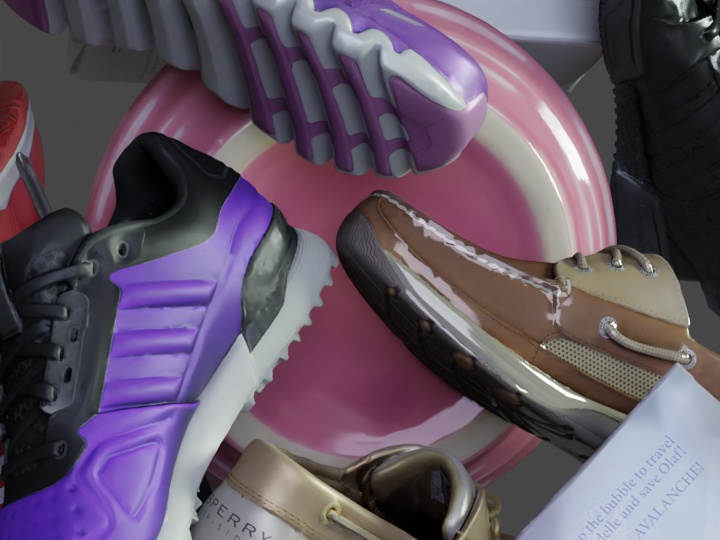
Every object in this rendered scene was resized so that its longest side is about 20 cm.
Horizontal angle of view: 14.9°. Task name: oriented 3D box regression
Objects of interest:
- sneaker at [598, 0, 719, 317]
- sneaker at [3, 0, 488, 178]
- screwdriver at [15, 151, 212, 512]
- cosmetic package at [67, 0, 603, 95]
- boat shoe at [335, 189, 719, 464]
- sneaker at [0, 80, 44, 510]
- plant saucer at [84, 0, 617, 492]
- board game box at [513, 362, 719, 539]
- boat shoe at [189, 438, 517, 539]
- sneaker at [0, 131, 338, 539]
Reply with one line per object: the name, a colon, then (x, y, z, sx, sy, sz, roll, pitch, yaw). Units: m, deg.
sneaker: (0.147, -0.050, 1.033, 0.104, 0.201, 0.060, 7, 36, 18)
sneaker: (-0.035, -0.105, 0.941, 0.199, 0.081, 0.089, 28, 60, 23)
screwdriver: (-0.084, 0.038, 0.966, 0.028, 0.029, 0.201, -21, 118, -1)
cosmetic package: (-0.008, -0.130, 1.053, 0.199, 0.081, 0.114, 4, 76, -12)
boat shoe: (0.080, 0.026, 0.960, 0.200, 0.076, 0.072, 35, 81, -17)
sneaker: (-0.135, 0.026, 0.980, 0.078, 0.201, 0.116, -17, 122, 19)
plant saucer: (0.000, 0.000, 0.998, 0.199, 0.051, 0.202, -2, 102, -11)
board game box: (0.107, 0.169, 0.873, 0.199, 0.043, 0.200, 42, 79, 11)
boat shoe: (0.017, 0.095, 0.953, 0.074, 0.200, 0.070, 32, 101, 33)
sneaker: (-0.092, 0.036, 0.888, 0.100, 0.069, 0.201, 45, 52, -23)
